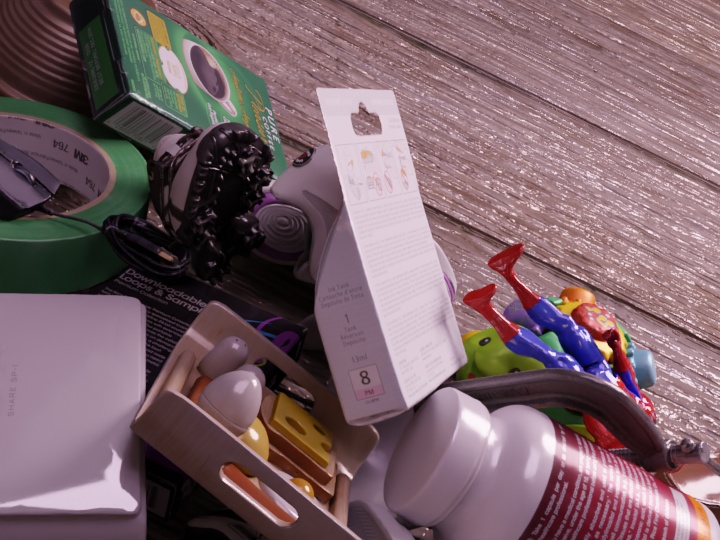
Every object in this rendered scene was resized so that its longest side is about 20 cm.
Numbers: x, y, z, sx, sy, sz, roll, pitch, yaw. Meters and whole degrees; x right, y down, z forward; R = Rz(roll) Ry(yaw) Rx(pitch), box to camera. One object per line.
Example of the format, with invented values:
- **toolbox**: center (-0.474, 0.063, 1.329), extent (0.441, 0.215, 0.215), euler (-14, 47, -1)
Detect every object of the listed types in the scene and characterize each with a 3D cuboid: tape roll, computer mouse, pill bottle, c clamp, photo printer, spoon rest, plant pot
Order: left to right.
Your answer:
- **photo printer**: center (-0.219, 0.087, 0.744), extent (0.199, 0.070, 0.167), euler (1, 47, -10)
- **tape roll**: center (-0.250, -0.057, 0.951), extent (0.199, 0.048, 0.201), euler (11, 31, -7)
- **computer mouse**: center (-0.198, -0.047, 0.880), extent (0.199, 0.034, 0.059), euler (22, 31, 10)
- **plant pot**: center (-0.233, -0.194, 1.138), extent (0.200, 0.093, 0.201), euler (17, 35, -12)
- **spoon rest**: center (-0.002, 0.097, 0.925), extent (0.099, 0.061, 0.200), euler (7, 37, -27)
- **pill bottle**: center (0.120, 0.157, 0.851), extent (0.199, 0.113, 0.113), euler (30, 32, -15)
- **c clamp**: center (0.139, 0.120, 0.911), extent (0.171, 0.199, 0.027), euler (45, 52, -37)

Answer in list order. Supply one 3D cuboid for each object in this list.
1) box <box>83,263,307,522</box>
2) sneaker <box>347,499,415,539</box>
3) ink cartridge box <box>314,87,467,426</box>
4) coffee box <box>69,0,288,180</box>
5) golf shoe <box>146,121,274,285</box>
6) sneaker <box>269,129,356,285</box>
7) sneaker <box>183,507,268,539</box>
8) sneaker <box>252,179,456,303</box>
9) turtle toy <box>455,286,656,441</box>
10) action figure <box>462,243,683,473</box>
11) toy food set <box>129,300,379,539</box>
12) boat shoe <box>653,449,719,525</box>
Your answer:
- **box**: center (-0.138, 0.068, 0.882), extent (0.142, 0.036, 0.200), euler (24, 34, 11)
- **sneaker**: center (0.059, 0.225, 0.796), extent (0.115, 0.074, 0.200), euler (14, 33, -38)
- **ink cartridge box**: center (0.007, -0.014, 0.874), extent (0.201, 0.057, 0.162), euler (70, 19, 0)
- **coffee box**: center (-0.140, -0.136, 1.073), extent (0.200, 0.044, 0.123), euler (26, 39, -51)
- **golf shoe**: center (-0.114, -0.060, 0.912), extent (0.078, 0.200, 0.095), euler (-36, 79, -20)
- **sneaker**: center (0.000, 0.000, 0.997), extent (0.201, 0.088, 0.074), euler (62, 3, -16)
- **sneaker**: center (-0.044, 0.209, 0.744), extent (0.087, 0.076, 0.200), euler (-2, 32, -27)
- **sneaker**: center (-0.011, -0.025, 1.072), extent (0.199, 0.075, 0.100), euler (27, 8, -20)
- **turtle toy**: center (0.144, 0.076, 1.016), extent (0.199, 0.101, 0.146), euler (-11, 48, -43)
- **action figure**: center (0.158, 0.071, 0.932), extent (0.200, 0.052, 0.066), euler (47, 52, -15)
- **toy food set**: center (-0.046, 0.089, 0.769), extent (0.143, 0.060, 0.200), euler (39, 11, -7)
- **boat shoe**: center (0.311, 0.159, 1.042), extent (0.199, 0.072, 0.076), euler (2, 40, -32)
